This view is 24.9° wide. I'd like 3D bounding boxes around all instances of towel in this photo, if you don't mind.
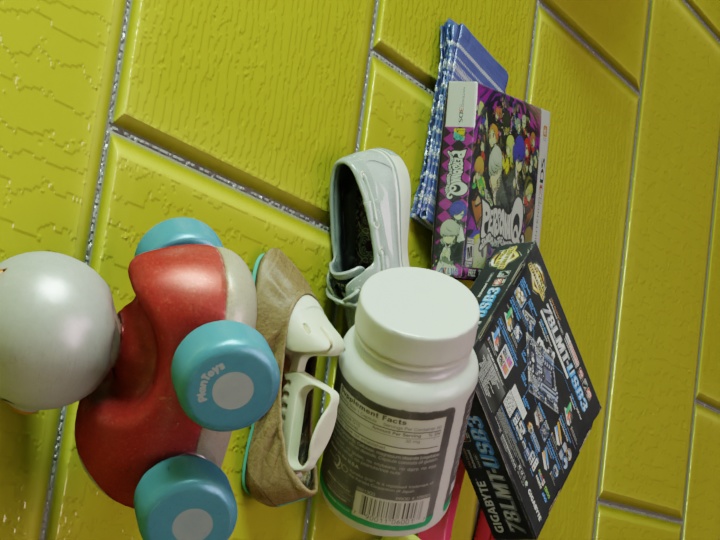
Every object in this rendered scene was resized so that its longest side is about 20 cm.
[{"bbox_3d":[0.096,-0.124,1.562,0.145,0.024,0.201,32,66,-60],"label":"towel"}]

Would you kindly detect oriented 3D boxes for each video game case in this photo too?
[{"bbox_3d":[0.128,-0.078,1.566,0.200,0.036,0.182,8,86,-63],"label":"video game case"}]

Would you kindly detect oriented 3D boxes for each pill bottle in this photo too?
[{"bbox_3d":[0.033,0.105,1.306,0.113,0.113,0.201,-44,151,-51],"label":"pill bottle"}]

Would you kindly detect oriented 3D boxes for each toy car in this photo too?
[{"bbox_3d":[-0.174,0.058,0.997,0.199,0.184,0.177,10,113,-21],"label":"toy car"}]

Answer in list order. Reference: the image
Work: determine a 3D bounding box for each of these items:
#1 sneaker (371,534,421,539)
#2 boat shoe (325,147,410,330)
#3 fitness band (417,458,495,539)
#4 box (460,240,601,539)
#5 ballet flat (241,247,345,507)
[{"bbox_3d":[0.028,0.270,1.377,0.200,0.105,0.076,-24,113,-58],"label":"sneaker"},{"bbox_3d":[0.001,0.000,1.361,0.071,0.070,0.202,-8,99,-44],"label":"boat shoe"},{"bbox_3d":[0.106,0.233,1.587,0.144,0.037,0.201,43,54,-50],"label":"fitness band"},{"bbox_3d":[0.144,0.108,1.492,0.199,0.050,0.200,-55,130,-48],"label":"box"},{"bbox_3d":[-0.049,0.084,1.261,0.068,0.072,0.201,12,81,-59],"label":"ballet flat"}]
